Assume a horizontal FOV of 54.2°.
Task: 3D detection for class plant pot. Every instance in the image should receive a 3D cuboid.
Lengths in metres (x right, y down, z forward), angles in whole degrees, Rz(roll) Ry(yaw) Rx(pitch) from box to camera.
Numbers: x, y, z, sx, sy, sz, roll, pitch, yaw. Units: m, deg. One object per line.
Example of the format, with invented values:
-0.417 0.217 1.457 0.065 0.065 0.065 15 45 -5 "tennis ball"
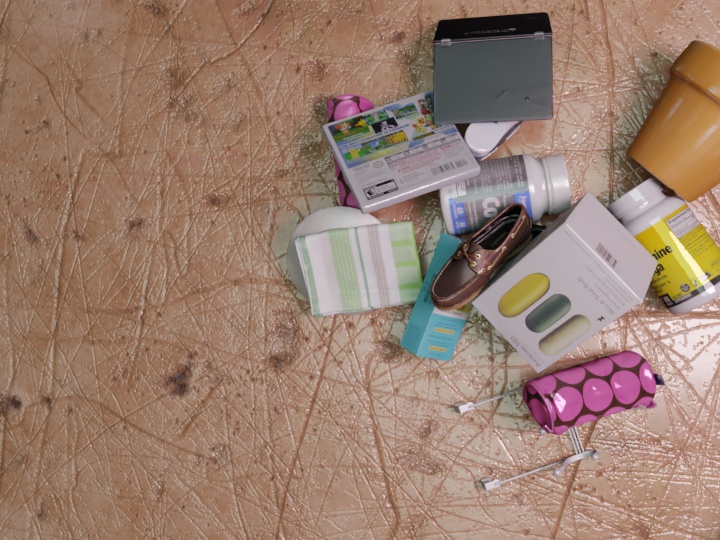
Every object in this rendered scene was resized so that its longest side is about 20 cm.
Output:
0.516 -0.210 1.062 0.200 0.200 0.183 42 111 10 "plant pot"

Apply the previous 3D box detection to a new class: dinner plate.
-0.031 -0.011 1.198 0.200 0.024 0.200 3 112 7 "dinner plate"

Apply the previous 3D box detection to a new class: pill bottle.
0.232 -0.126 1.143 0.200 0.114 0.114 -9 86 11 "pill bottle"
0.477 -0.041 1.091 0.112 0.112 0.200 -34 81 8 "pill bottle"

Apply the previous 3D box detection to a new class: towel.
0.000 0.000 1.169 0.200 0.031 0.149 -8 111 12 "towel"

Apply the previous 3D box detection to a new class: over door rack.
0.268 0.265 1.144 0.200 0.067 0.148 -19 83 10 "over door rack"

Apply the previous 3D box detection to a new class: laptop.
0.218 -0.338 1.162 0.187 0.200 0.116 0 124 11 "laptop"

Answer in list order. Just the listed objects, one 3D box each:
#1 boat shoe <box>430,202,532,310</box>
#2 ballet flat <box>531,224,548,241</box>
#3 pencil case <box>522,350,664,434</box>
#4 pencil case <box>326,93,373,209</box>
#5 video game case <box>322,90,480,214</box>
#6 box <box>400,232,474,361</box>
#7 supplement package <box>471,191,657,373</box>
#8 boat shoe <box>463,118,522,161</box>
0.179 -0.025 1.067 0.200 0.070 0.070 -44 57 -10 "boat shoe"
0.321 -0.036 1.149 0.200 0.057 0.067 14 93 15 "ballet flat"
0.353 0.189 1.076 0.200 0.091 0.094 -13 82 -13 "pencil case"
-0.003 -0.200 1.210 0.091 0.094 0.200 -12 84 55 "pencil case"
0.062 -0.193 1.123 0.200 0.022 0.182 -20 61 -8 "video game case"
0.141 0.045 1.156 0.049 0.082 0.200 30 104 52 "box"
0.306 0.018 1.058 0.152 0.151 0.200 47 127 4 "supplement package"
0.237 -0.254 1.172 0.072 0.068 0.200 37 73 6 "boat shoe"
